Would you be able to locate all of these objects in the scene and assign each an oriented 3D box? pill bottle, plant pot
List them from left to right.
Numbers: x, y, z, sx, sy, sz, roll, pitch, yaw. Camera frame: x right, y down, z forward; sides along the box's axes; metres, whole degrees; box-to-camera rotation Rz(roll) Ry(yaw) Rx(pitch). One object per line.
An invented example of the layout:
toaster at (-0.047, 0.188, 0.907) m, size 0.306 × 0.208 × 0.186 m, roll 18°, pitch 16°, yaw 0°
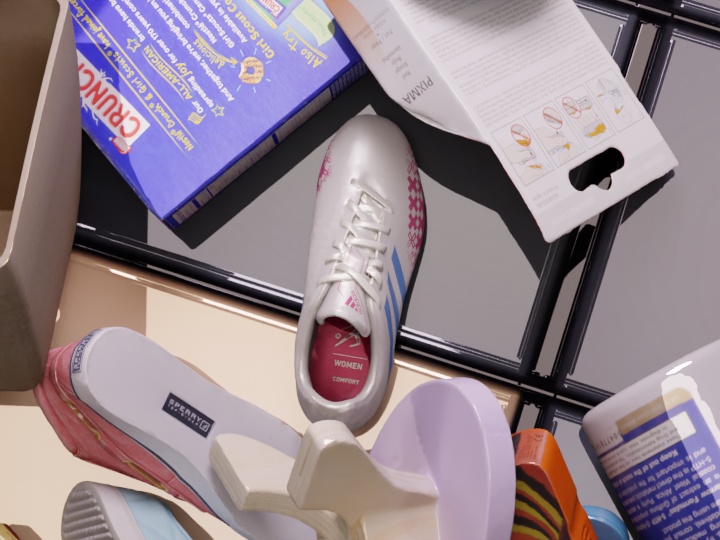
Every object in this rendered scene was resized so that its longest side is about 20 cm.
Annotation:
plant pot at (-0.261, -0.032, 1.526) m, size 0.199 × 0.177 × 0.201 m, roll 0°, pitch 55°, yaw 12°
pill bottle at (0.227, 0.148, 1.526) m, size 0.119 × 0.120 × 0.201 m, roll -28°, pitch 82°, yaw 0°

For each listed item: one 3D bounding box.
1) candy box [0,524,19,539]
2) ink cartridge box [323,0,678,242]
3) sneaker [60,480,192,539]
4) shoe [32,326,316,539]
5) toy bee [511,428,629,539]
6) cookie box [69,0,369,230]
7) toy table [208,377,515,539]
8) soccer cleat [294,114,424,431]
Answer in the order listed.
candy box at (-0.252, 0.265, 1.571) m, size 0.117 × 0.056 × 0.200 m, roll 45°, pitch 87°, yaw 7°
ink cartridge box at (0.087, -0.116, 1.556) m, size 0.050 × 0.162 × 0.201 m, roll -34°, pitch 87°, yaw 41°
sneaker at (-0.110, 0.199, 1.528) m, size 0.074 × 0.082 × 0.200 m, roll -59°, pitch 39°, yaw 31°
shoe at (-0.110, 0.106, 1.583) m, size 0.200 × 0.091 × 0.072 m, roll 39°, pitch 65°, yaw -21°
toy bee at (0.111, 0.195, 1.537) m, size 0.108 × 0.131 × 0.201 m, roll -24°, pitch 93°, yaw 25°
cookie box at (-0.097, -0.153, 1.604) m, size 0.200 × 0.075 × 0.171 m, roll -39°, pitch 83°, yaw -2°
toy table at (-0.001, 0.154, 1.499) m, size 0.117 × 0.184 × 0.201 m, roll -4°, pitch 119°, yaw -31°
soccer cleat at (0.000, 0.000, 1.575) m, size 0.069 × 0.086 × 0.201 m, roll 6°, pitch 84°, yaw 5°
